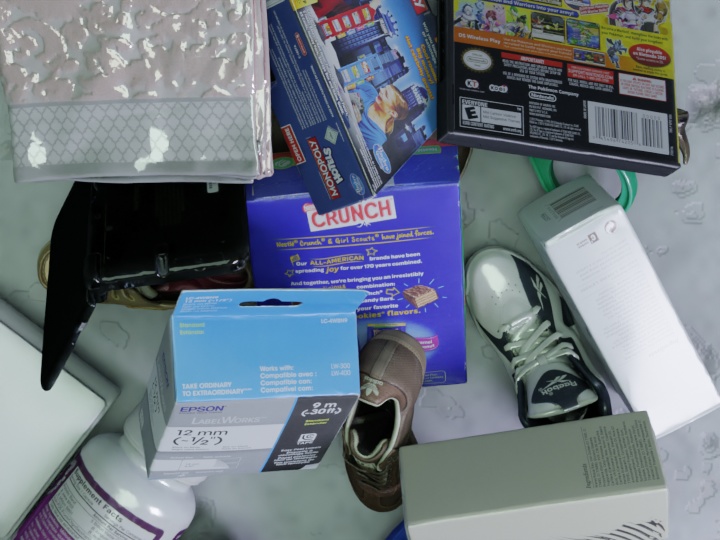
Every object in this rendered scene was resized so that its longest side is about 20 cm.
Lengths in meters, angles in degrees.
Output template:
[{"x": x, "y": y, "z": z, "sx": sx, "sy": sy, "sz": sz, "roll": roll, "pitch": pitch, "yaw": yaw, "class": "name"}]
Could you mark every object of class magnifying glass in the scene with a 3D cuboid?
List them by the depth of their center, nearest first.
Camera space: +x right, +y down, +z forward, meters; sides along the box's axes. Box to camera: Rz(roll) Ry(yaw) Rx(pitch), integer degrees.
[{"x": 0.147, "y": -0.115, "z": 1.191, "sx": 0.200, "sy": 0.022, "sz": 0.080, "roll": 44, "pitch": 140, "yaw": -8, "class": "magnifying glass"}]

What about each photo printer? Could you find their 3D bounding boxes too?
[{"x": -0.330, "y": 0.107, "z": 1.226, "sx": 0.200, "sy": 0.069, "sz": 0.166, "roll": 38, "pitch": 95, "yaw": -4, "class": "photo printer"}]

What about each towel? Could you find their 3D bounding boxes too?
[{"x": -0.163, "y": -0.155, "z": 1.014, "sx": 0.200, "sy": 0.032, "sz": 0.191, "roll": 0, "pitch": 104, "yaw": 12, "class": "towel"}]

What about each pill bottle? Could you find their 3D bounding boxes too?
[{"x": -0.210, "y": 0.208, "z": 1.215, "sx": 0.112, "sy": 0.112, "sz": 0.200, "roll": 39, "pitch": 95, "yaw": -3, "class": "pill bottle"}]

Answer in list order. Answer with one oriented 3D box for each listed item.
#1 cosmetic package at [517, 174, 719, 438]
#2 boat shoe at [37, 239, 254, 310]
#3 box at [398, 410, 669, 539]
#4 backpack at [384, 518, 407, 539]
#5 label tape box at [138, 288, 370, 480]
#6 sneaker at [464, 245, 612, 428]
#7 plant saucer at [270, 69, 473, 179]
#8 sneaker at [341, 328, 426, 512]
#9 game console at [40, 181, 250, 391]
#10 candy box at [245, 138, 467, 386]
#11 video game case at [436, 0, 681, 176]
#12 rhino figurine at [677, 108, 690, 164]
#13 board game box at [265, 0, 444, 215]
[{"x": 0.210, "y": 0.030, "z": 1.175, "sx": 0.074, "sy": 0.102, "sz": 0.200, "roll": -28, "pitch": 108, "yaw": 4, "class": "cosmetic package"}, {"x": -0.178, "y": -0.003, "z": 1.213, "sx": 0.200, "sy": 0.066, "sz": 0.074, "roll": -2, "pitch": 98, "yaw": 3, "class": "boat shoe"}, {"x": 0.133, "y": 0.172, "z": 1.119, "sx": 0.200, "sy": 0.082, "sz": 0.068, "roll": -8, "pitch": 134, "yaw": 5, "class": "box"}, {"x": 0.108, "y": 0.282, "z": 1.195, "sx": 0.162, "sy": 0.168, "sz": 0.200, "roll": -43, "pitch": 90, "yaw": -2, "class": "backpack"}, {"x": -0.081, "y": 0.088, "z": 1.095, "sx": 0.143, "sy": 0.200, "sz": 0.066, "roll": -1, "pitch": 60, "yaw": -19, "class": "label tape box"}, {"x": 0.151, "y": 0.074, "z": 1.186, "sx": 0.079, "sy": 0.130, "sz": 0.199, "roll": -23, "pitch": 96, "yaw": 1, "class": "sneaker"}, {"x": -0.002, "y": -0.124, "z": 1.195, "sx": 0.200, "sy": 0.032, "sz": 0.201, "roll": -3, "pitch": 104, "yaw": -14, "class": "plant saucer"}, {"x": 0.007, "y": 0.138, "z": 1.169, "sx": 0.070, "sy": 0.076, "sz": 0.200, "roll": 18, "pitch": 133, "yaw": 18, "class": "sneaker"}, {"x": -0.169, "y": -0.023, "z": 1.120, "sx": 0.176, "sy": 0.200, "sz": 0.117, "roll": -8, "pitch": 132, "yaw": -2, "class": "game console"}, {"x": 0.000, "y": 0.000, "z": 1.167, "sx": 0.169, "sy": 0.077, "sz": 0.200, "roll": -4, "pitch": 127, "yaw": 1, "class": "candy box"}, {"x": 0.154, "y": -0.173, "z": 1.127, "sx": 0.200, "sy": 0.026, "sz": 0.181, "roll": 7, "pitch": 72, "yaw": -18, "class": "video game case"}, {"x": 0.194, "y": -0.152, "z": 1.197, "sx": 0.200, "sy": 0.060, "sz": 0.087, "roll": 39, "pitch": 91, "yaw": -5, "class": "rhino figurine"}, {"x": 0.009, "y": -0.170, "z": 1.095, "sx": 0.062, "sy": 0.200, "sz": 0.200, "roll": -17, "pitch": 99, "yaw": 42, "class": "board game box"}]
